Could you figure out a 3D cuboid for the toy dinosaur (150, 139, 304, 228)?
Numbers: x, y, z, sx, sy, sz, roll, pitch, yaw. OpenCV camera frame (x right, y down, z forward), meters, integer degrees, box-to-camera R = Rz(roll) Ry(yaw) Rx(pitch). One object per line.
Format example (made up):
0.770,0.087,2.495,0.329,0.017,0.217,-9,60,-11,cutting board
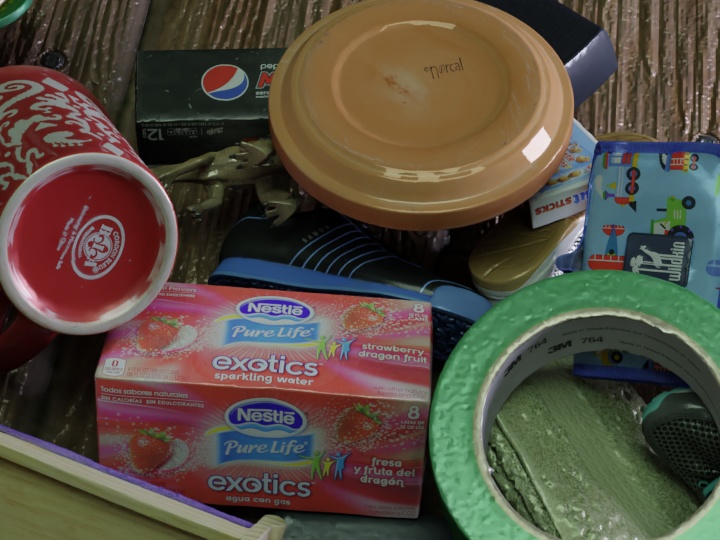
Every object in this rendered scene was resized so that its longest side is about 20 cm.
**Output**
-0.065,-0.070,1.068,0.197,0.059,0.101,-6,19,-1,toy dinosaur

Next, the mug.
-0.187,-0.023,0.993,0.132,0.180,0.200,-12,20,-20,mug

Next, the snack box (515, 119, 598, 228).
0.108,-0.098,1.119,0.071,0.025,0.200,-18,36,-12,snack box

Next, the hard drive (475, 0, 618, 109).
0.071,-0.133,1.096,0.199,0.043,0.135,-37,59,-27,hard drive

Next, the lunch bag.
0.222,-0.001,1.000,0.198,0.094,0.153,4,83,16,lunch bag

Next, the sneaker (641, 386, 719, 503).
0.246,0.148,0.940,0.199,0.078,0.091,37,44,4,sneaker

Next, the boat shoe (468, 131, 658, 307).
0.142,-0.025,1.094,0.070,0.070,0.200,15,43,39,boat shoe

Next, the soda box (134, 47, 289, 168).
-0.061,-0.114,1.142,0.197,0.064,0.071,-1,55,-5,soda box

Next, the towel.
0.149,0.131,0.974,0.147,0.037,0.201,-6,50,-38,towel

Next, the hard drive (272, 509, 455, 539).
0.042,0.213,0.945,0.197,0.033,0.141,3,56,-1,hard drive

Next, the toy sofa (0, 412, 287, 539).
-0.146,0.150,0.920,0.198,0.084,0.098,19,12,11,toy sofa

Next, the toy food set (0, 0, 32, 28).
-0.298,-0.169,1.124,0.198,0.049,0.199,-46,28,-20,toy food set

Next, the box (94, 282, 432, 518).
-0.056,0.077,0.980,0.197,0.096,0.103,5,35,1,box

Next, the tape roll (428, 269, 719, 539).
0.138,0.098,0.910,0.198,0.048,0.202,-4,61,7,tape roll

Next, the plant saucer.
0.039,-0.111,1.030,0.198,0.032,0.202,0,51,0,plant saucer

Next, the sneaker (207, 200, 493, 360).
0.000,0.000,1.055,0.198,0.070,0.078,12,56,15,sneaker
